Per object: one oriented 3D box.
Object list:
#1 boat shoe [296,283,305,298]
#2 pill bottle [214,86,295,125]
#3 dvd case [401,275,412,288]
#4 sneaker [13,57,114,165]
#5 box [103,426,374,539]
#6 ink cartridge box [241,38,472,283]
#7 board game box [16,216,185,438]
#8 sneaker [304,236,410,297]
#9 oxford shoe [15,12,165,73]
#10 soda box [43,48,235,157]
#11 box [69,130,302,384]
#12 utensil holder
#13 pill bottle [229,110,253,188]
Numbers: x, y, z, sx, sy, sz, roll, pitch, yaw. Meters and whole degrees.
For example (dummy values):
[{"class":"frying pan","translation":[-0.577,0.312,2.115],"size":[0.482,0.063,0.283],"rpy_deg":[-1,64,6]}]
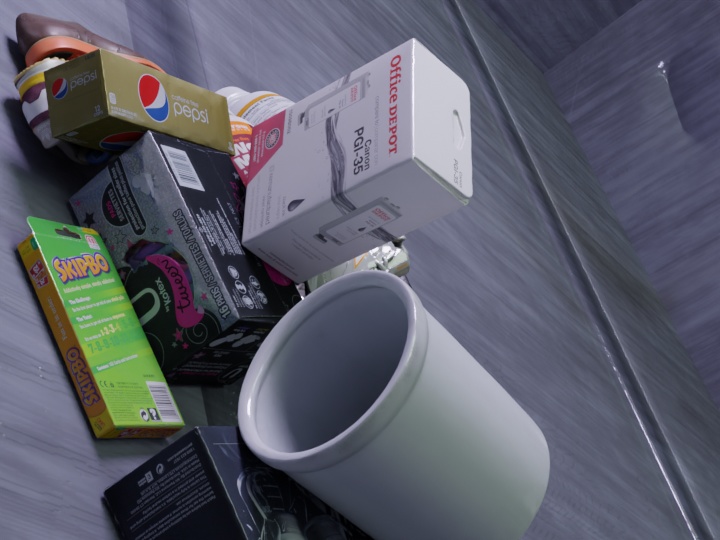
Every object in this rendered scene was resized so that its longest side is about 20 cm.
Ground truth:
[{"class":"boat shoe","translation":[-0.069,0.042,1.322],"size":[0.200,0.069,0.071],"rpy_deg":[42,26,-27]},{"class":"pill bottle","translation":[-0.092,-0.136,1.409],"size":[0.200,0.111,0.111],"rpy_deg":[31,4,36]},{"class":"dvd case","translation":[0.027,0.016,1.461],"size":[0.143,0.017,0.200],"rpy_deg":[90,-18,-48]},{"class":"sneaker","translation":[-0.251,-0.140,1.218],"size":[0.200,0.075,0.090],"rpy_deg":[5,61,-57]},{"class":"box","translation":[-0.072,0.225,0.976],"size":[0.200,0.104,0.183],"rpy_deg":[13,46,-61]},{"class":"ink cartridge box","translation":[-0.005,-0.097,1.122],"size":[0.083,0.200,0.147],"rpy_deg":[35,43,-38]},{"class":"board game box","translation":[-0.219,0.047,1.041],"size":[0.095,0.030,0.201],"rpy_deg":[14,48,-62]},{"class":"sneaker","translation":[0.000,0.000,1.242],"size":[0.200,0.092,0.076],"rpy_deg":[-68,157,-61]},{"class":"oxford shoe","translation":[-0.271,-0.220,1.291],"size":[0.073,0.071,0.200],"rpy_deg":[58,20,23]},{"class":"soda box","translation":[-0.200,-0.144,1.160],"size":[0.200,0.067,0.064],"rpy_deg":[10,67,-62]},{"class":"box","translation":[-0.157,-0.007,1.140],"size":[0.132,0.115,0.201],"rpy_deg":[10,47,-61]},{"class":"utensil holder","translation":[0.031,0.126,0.977],"size":[0.200,0.170,0.170],"rpy_deg":[45,22,-33]},{"class":"pill bottle","translation":[-0.132,-0.091,1.294],"size":[0.109,0.110,0.200],"rpy_deg":[28,18,-51]}]
